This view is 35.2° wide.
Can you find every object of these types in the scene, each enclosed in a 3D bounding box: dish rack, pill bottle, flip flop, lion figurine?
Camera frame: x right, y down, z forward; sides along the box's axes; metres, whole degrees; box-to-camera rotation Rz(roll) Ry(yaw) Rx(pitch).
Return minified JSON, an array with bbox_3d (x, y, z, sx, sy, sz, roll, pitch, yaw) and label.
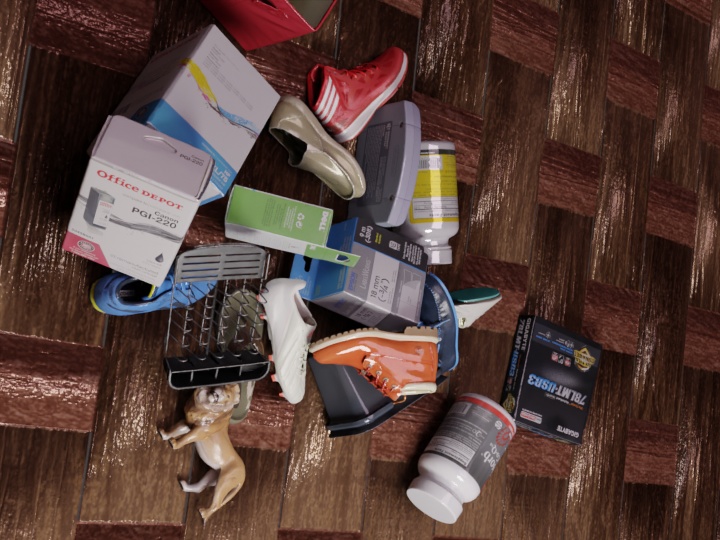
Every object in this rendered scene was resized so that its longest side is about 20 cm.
[{"bbox_3d":[-0.193,0.059,1.560,0.153,0.055,0.200,-4,116,-32],"label":"dish rack"},{"bbox_3d":[0.105,-0.109,1.865,0.111,0.111,0.200,-3,91,-39],"label":"pill bottle"},{"bbox_3d":[-0.173,0.126,1.666,0.081,0.058,0.200,12,82,-38],"label":"flip flop"},{"bbox_3d":[0.167,0.314,1.901,0.116,0.116,0.200,50,60,-26],"label":"pill bottle"},{"bbox_3d":[-0.208,0.254,1.620,0.122,0.072,0.200,-25,110,-26],"label":"lion figurine"}]

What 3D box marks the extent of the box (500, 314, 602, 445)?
[{"bbox_3d":[0.353,0.204,2.100,0.200,0.050,0.199,24,73,-35],"label":"box"}]

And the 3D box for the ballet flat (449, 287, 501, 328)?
[{"bbox_3d":[0.153,0.071,1.936,0.200,0.069,0.069,-8,94,-33],"label":"ballet flat"}]

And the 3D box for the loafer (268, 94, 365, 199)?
[{"bbox_3d":[-0.073,-0.178,1.751,0.200,0.076,0.068,47,62,-17],"label":"loafer"}]

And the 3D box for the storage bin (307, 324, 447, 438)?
[{"bbox_3d":[0.022,0.156,1.782,0.200,0.146,0.134,-29,97,-36],"label":"storage bin"}]

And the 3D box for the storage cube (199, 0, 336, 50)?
[{"bbox_3d":[-0.133,-0.447,1.637,0.171,0.180,0.200,43,65,-30],"label":"storage cube"}]

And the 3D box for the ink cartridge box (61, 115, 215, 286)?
[{"bbox_3d":[-0.287,-0.086,1.455,0.146,0.200,0.085,22,47,-11],"label":"ink cartridge box"}]

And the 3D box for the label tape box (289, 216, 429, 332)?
[{"bbox_3d":[0.000,0.000,1.746,0.200,0.063,0.144,23,54,-19],"label":"label tape box"}]

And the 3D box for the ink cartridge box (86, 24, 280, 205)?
[{"bbox_3d":[-0.237,-0.201,1.543,0.146,0.147,0.200,45,51,-28],"label":"ink cartridge box"}]

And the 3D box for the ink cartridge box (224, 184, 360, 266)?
[{"bbox_3d":[-0.095,-0.062,1.648,0.200,0.104,0.059,14,79,-4],"label":"ink cartridge box"}]

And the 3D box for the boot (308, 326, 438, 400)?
[{"bbox_3d":[0.023,0.140,1.681,0.200,0.075,0.107,0,78,-14],"label":"boot"}]

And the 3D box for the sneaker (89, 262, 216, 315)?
[{"bbox_3d":[-0.273,0.024,1.577,0.200,0.078,0.066,-11,94,-40],"label":"sneaker"}]

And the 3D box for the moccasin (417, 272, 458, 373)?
[{"bbox_3d":[0.117,0.099,1.837,0.068,0.080,0.200,-27,126,-20],"label":"moccasin"}]

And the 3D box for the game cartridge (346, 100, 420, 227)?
[{"bbox_3d":[0.039,-0.165,1.799,0.040,0.133,0.200,13,81,-32],"label":"game cartridge"}]

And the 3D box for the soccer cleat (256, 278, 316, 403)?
[{"bbox_3d":[-0.100,0.107,1.694,0.069,0.078,0.200,-81,162,-70],"label":"soccer cleat"}]

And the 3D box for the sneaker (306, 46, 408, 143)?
[{"bbox_3d":[-0.008,-0.309,1.801,0.116,0.078,0.200,47,60,-30],"label":"sneaker"}]
